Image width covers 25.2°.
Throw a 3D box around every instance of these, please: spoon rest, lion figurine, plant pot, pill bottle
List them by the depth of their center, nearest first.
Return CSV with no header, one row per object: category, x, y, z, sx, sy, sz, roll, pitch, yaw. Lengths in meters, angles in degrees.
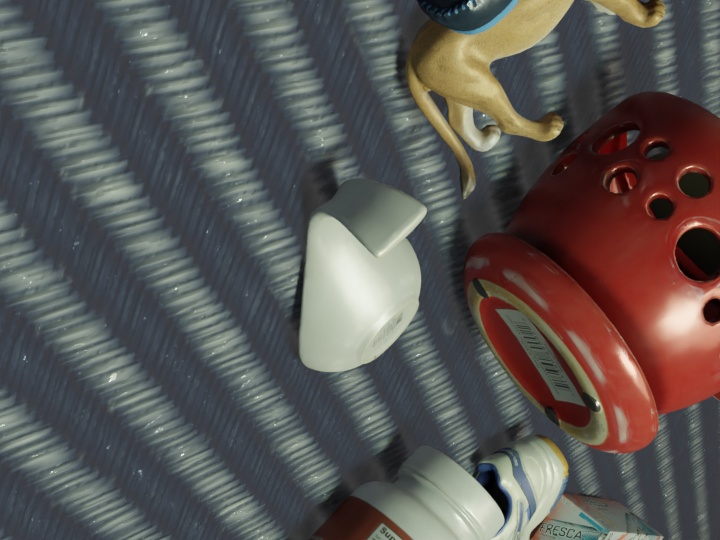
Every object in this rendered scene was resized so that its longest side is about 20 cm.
lion figurine,0.081,-0.142,0.876,0.122,0.073,0.200,31,103,-30
spoon rest,0.000,0.000,0.949,0.099,0.061,0.200,-43,165,-19
plant pot,0.181,0.008,1.097,0.182,0.200,0.201,-37,151,-14
pill bottle,0.008,0.226,1.156,0.200,0.112,0.112,-46,153,-17

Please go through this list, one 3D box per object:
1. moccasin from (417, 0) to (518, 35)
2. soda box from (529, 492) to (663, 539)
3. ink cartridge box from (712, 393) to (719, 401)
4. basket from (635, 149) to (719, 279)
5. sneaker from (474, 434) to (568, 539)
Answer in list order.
moccasin,0.067,-0.217,0.780,0.068,0.080,0.201,16,94,-58
soda box,0.244,0.276,1.655,0.064,0.068,0.200,-57,153,7
ink cartridge box,0.372,0.042,1.439,0.176,0.200,0.084,-58,153,9
basket,0.289,-0.023,1.305,0.180,0.136,0.200,-42,153,16
sneaker,0.105,0.229,1.386,0.088,0.075,0.201,-8,122,-41
